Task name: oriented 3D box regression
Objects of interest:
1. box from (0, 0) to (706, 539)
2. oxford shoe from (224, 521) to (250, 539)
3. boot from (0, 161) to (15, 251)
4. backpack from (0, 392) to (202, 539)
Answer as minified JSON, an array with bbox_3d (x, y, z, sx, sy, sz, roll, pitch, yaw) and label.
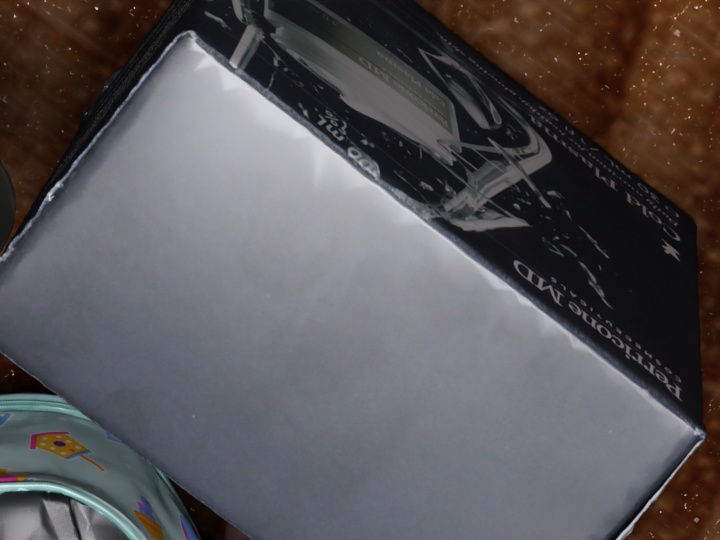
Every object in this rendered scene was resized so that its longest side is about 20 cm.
[{"bbox_3d":[0.000,0.000,0.955,0.200,0.197,0.124,37,110,-8],"label":"box"},{"bbox_3d":[-0.027,0.105,0.993,0.071,0.200,0.073,36,102,-9],"label":"oxford shoe"},{"bbox_3d":[-0.211,-0.066,0.970,0.069,0.174,0.200,-45,118,-21],"label":"boot"},{"bbox_3d":[-0.125,0.143,1.045,0.175,0.154,0.201,-16,117,10],"label":"backpack"}]
